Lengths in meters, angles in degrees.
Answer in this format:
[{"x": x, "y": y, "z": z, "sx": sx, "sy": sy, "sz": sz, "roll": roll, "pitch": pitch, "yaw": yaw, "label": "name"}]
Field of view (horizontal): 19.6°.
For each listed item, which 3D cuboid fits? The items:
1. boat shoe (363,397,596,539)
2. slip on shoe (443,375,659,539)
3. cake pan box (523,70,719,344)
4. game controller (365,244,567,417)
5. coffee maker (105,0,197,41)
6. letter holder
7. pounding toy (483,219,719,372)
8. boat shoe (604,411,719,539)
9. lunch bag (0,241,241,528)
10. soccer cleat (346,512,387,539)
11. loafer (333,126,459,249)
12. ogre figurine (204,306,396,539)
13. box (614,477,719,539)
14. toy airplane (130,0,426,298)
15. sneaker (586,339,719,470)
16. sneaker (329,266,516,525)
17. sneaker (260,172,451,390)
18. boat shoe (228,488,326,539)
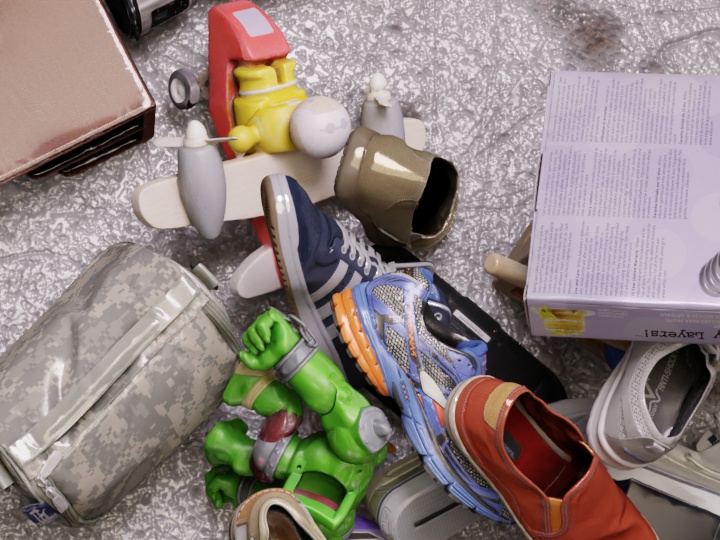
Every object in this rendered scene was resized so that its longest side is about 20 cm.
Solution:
[{"x": 0.094, "y": 0.134, "z": 1.502, "sx": 0.199, "sy": 0.062, "sz": 0.072, "roll": -20, "pitch": 124, "yaw": -19, "label": "boat shoe"}, {"x": 0.136, "y": 0.145, "z": 1.382, "sx": 0.200, "sy": 0.061, "sz": 0.074, "roll": 47, "pitch": 64, "yaw": -21, "label": "slip on shoe"}, {"x": 0.208, "y": -0.047, "z": 1.383, "sx": 0.183, "sy": 0.052, "sz": 0.201, "roll": 2, "pitch": 58, "yaw": 10, "label": "cake pan box"}, {"x": 0.061, "y": 0.069, "z": 1.567, "sx": 0.200, "sy": 0.042, "sz": 0.104, "roll": 40, "pitch": 63, "yaw": -1, "label": "game controller"}, {"x": -0.118, "y": -0.289, "z": 1.564, "sx": 0.199, "sy": 0.135, "sz": 0.193, "roll": -20, "pitch": 61, "yaw": -12, "label": "coffee maker"}, {"x": -0.256, "y": -0.165, "z": 1.524, "sx": 0.142, "sy": 0.101, "sz": 0.201, "roll": -27, "pitch": 85, "yaw": -10, "label": "letter holder"}, {"x": 0.181, "y": 0.006, "z": 1.508, "sx": 0.184, "sy": 0.200, "sz": 0.143, "roll": 34, "pitch": 78, "yaw": -1, "label": "pounding toy"}, {"x": 0.262, "y": 0.147, "z": 1.566, "sx": 0.201, "sy": 0.075, "sz": 0.086, "roll": 21, "pitch": 75, "yaw": 5, "label": "boat shoe"}, {"x": -0.181, "y": 0.080, "z": 1.457, "sx": 0.139, "sy": 0.168, "sz": 0.200, "roll": 44, "pitch": 78, "yaw": 1, "label": "lunch bag"}, {"x": 0.051, "y": 0.220, "z": 1.490, "sx": 0.200, "sy": 0.068, "sz": 0.073, "roll": 38, "pitch": 107, "yaw": 24, "label": "soccer cleat"}, {"x": 0.038, "y": -0.050, "z": 1.500, "sx": 0.067, "sy": 0.200, "sz": 0.076, "roll": 20, "pitch": 91, "yaw": 19, "label": "loafer"}, {"x": -0.044, "y": 0.123, "z": 1.453, "sx": 0.120, "sy": 0.098, "sz": 0.201, "roll": 33, "pitch": 118, "yaw": 13, "label": "ogre figurine"}, {"x": 0.171, "y": 0.258, "z": 1.493, "sx": 0.078, "sy": 0.141, "sz": 0.201, "roll": 23, "pitch": 78, "yaw": -4, "label": "box"}, {"x": -0.053, "y": -0.078, "z": 1.515, "sx": 0.199, "sy": 0.141, "sz": 0.201, "roll": 34, "pitch": 61, "yaw": -22, "label": "toy airplane"}, {"x": 0.223, "y": 0.042, "z": 1.396, "sx": 0.074, "sy": 0.082, "sz": 0.201, "roll": 24, "pitch": 78, "yaw": -18, "label": "sneaker"}, {"x": 0.060, "y": 0.085, "z": 1.408, "sx": 0.078, "sy": 0.075, "sz": 0.200, "roll": -33, "pitch": 97, "yaw": 8, "label": "sneaker"}, {"x": 0.000, "y": 0.000, "z": 1.462, "sx": 0.108, "sy": 0.201, "sz": 0.070, "roll": -16, "pitch": 41, "yaw": 1, "label": "sneaker"}, {"x": -0.030, "y": 0.233, "z": 1.300, "sx": 0.074, "sy": 0.068, "sz": 0.201, "roll": -23, "pitch": 83, "yaw": -13, "label": "boat shoe"}]
